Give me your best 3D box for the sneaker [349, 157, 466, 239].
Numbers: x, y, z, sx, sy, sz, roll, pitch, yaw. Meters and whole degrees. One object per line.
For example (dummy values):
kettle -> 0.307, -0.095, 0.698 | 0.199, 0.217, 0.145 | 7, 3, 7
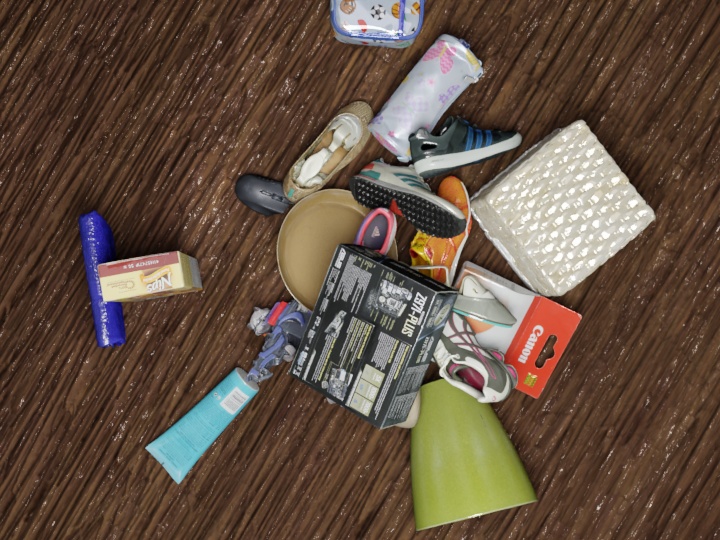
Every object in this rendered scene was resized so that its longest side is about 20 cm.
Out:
sneaker -> 0.084, -0.121, 1.306 | 0.198, 0.071, 0.094 | 23, 53, 25

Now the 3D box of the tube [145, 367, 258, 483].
tube -> -0.245, 0.240, 1.355 | 0.200, 0.050, 0.077 | -45, 84, 5

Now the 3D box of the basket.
basket -> 0.295, -0.089, 1.294 | 0.199, 0.161, 0.199 | -38, 89, 2

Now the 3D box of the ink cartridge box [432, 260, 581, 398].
ink cartridge box -> 0.214, 0.101, 1.320 | 0.198, 0.050, 0.164 | 26, 111, 5

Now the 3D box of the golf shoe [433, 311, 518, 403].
golf shoe -> 0.137, 0.117, 1.256 | 0.199, 0.088, 0.078 | 37, 115, 24

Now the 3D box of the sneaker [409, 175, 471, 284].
sneaker -> 0.119, -0.049, 1.328 | 0.077, 0.073, 0.203 | 15, 86, -37

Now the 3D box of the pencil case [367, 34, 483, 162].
pencil case -> 0.101, -0.267, 1.338 | 0.090, 0.083, 0.201 | 40, 90, -3

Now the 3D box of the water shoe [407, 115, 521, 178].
water shoe -> 0.163, -0.201, 1.309 | 0.198, 0.071, 0.080 | -19, 90, -30

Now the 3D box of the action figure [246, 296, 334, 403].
action figure -> -0.100, 0.131, 1.320 | 0.193, 0.105, 0.200 | 37, 53, 8

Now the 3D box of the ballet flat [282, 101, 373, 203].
ballet flat -> -0.044, -0.186, 1.335 | 0.070, 0.065, 0.201 | 37, 81, -1

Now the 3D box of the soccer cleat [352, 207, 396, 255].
soccer cleat -> 0.000, 0.000, 1.272 | 0.066, 0.076, 0.202 | 22, 84, 7

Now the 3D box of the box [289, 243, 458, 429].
box -> 0.017, 0.087, 1.184 | 0.163, 0.086, 0.202 | 25, 100, 26

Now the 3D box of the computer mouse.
computer mouse -> -0.105, -0.105, 1.363 | 0.198, 0.034, 0.059 | 17, 88, 1

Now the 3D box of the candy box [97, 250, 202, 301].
candy box -> -0.307, 0.012, 1.278 | 0.114, 0.200, 0.056 | -10, 89, -4

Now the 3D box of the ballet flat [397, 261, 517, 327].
ballet flat -> 0.135, 0.030, 1.256 | 0.198, 0.067, 0.065 | 14, 100, 17

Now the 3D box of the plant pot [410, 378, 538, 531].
plant pot -> 0.150, 0.267, 1.293 | 0.185, 0.187, 0.202 | -13, 73, 1

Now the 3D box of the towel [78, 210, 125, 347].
towel -> -0.390, 0.017, 1.314 | 0.049, 0.148, 0.203 | -9, 88, -17

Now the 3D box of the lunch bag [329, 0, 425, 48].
lunch bag -> 0.032, -0.455, 1.349 | 0.158, 0.076, 0.203 | 4, 90, -1

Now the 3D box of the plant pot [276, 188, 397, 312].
plant pot -> -0.037, -0.024, 1.332 | 0.197, 0.027, 0.203 | 3, 83, -21

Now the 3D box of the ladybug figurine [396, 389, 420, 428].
ladybug figurine -> 0.040, 0.138, 1.285 | 0.071, 0.136, 0.202 | -6, 61, -8
